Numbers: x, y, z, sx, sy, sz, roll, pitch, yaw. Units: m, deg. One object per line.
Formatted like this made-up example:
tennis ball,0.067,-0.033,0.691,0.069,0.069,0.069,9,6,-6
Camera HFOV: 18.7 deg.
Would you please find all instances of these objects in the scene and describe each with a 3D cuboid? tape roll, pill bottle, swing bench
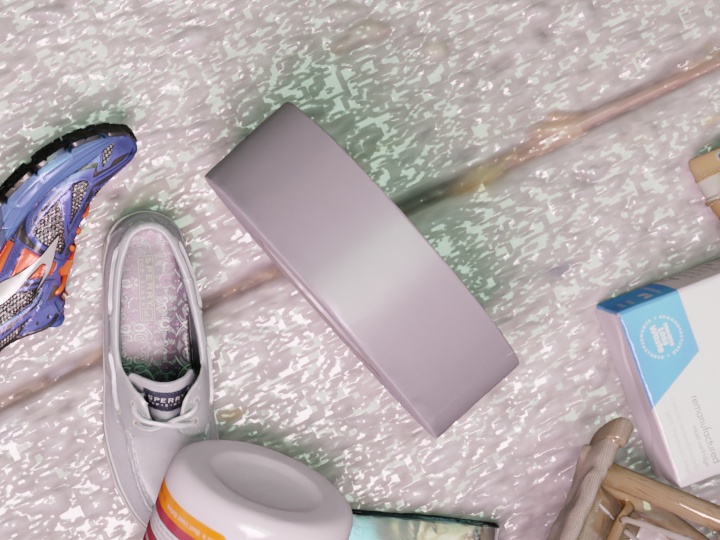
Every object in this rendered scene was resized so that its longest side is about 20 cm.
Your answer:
tape roll,0.000,0.000,1.241,0.066,0.200,0.200,-41,96,-3
pill bottle,-0.087,0.209,1.271,0.113,0.113,0.200,19,107,-7
swing bench,0.173,0.229,1.270,0.200,0.130,0.199,29,63,1

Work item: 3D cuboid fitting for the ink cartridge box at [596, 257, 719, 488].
ink cartridge box,0.260,0.041,1.338,0.200,0.067,0.116,-21,94,-5

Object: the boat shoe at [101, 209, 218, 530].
boat shoe,-0.122,0.065,1.294,0.070,0.072,0.201,-7,94,-7

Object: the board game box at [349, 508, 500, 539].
board game box,0.009,0.248,1.337,0.135,0.028,0.201,5,92,-6

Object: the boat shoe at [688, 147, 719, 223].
boat shoe,0.293,-0.101,1.339,0.200,0.072,0.076,-34,83,-4

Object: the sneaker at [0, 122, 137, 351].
sneaker,-0.197,-0.006,1.292,0.078,0.075,0.200,40,96,-15
